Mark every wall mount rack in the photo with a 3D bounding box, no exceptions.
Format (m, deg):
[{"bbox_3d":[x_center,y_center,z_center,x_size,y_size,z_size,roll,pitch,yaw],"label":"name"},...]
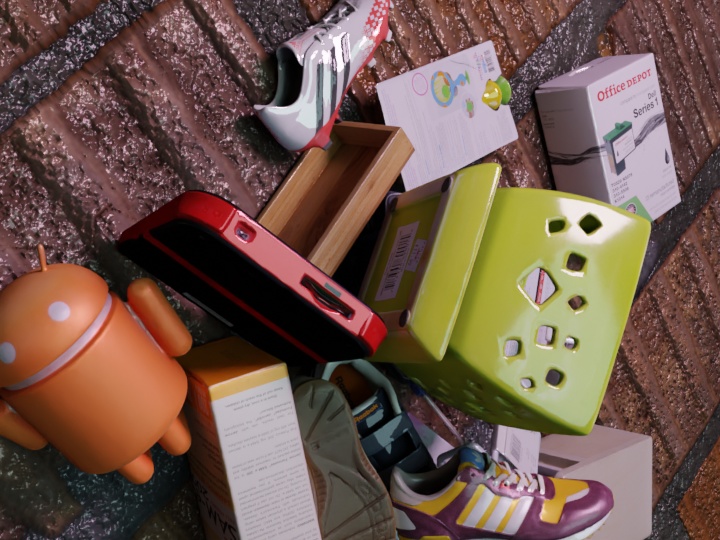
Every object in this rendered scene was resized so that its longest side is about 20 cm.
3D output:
[{"bbox_3d":[0.156,0.209,0.949,0.174,0.074,0.200,49,30,-16],"label":"wall mount rack"}]

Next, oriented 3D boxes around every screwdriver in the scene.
[{"bbox_3d":[0.075,0.147,0.965,0.029,0.028,0.200,-40,100,-31],"label":"screwdriver"}]

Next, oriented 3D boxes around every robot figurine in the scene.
[{"bbox_3d":[-0.216,0.078,0.702,0.200,0.144,0.117,55,35,-27],"label":"robot figurine"}]

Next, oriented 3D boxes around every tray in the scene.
[{"bbox_3d":[-0.041,-0.052,0.839,0.200,0.098,0.037,-58,135,-19],"label":"tray"}]

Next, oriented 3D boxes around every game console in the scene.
[{"bbox_3d":[-0.090,0.014,0.738,0.200,0.177,0.031,38,65,-22],"label":"game console"}]

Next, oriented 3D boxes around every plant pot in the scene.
[{"bbox_3d":[0.107,0.021,0.807,0.181,0.199,0.201,23,78,-19],"label":"plant pot"}]

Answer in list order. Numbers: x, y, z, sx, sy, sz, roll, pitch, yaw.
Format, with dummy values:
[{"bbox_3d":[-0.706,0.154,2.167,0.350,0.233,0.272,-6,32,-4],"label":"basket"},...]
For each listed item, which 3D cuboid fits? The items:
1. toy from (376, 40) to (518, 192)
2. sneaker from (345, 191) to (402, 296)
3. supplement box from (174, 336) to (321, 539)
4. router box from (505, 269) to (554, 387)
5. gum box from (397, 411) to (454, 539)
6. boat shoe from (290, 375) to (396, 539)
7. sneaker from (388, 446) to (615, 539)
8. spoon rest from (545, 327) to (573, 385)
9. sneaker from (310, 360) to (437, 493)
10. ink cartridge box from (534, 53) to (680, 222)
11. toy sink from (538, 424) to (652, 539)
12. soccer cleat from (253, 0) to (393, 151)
[{"bbox_3d":[0.087,-0.166,0.967,0.200,0.047,0.116,-29,108,-37],"label":"toy"},{"bbox_3d":[0.000,0.000,0.898,0.202,0.077,0.147,-11,91,-27],"label":"sneaker"},{"bbox_3d":[-0.102,0.171,0.789,0.073,0.126,0.201,-16,103,-25],"label":"supplement box"},{"bbox_3d":[0.146,0.026,1.028,0.179,0.049,0.201,13,86,-38],"label":"router box"},{"bbox_3d":[0.064,0.242,0.969,0.200,0.066,0.114,41,68,-33],"label":"gum box"},{"bbox_3d":[-0.023,0.189,0.810,0.072,0.065,0.201,-20,97,-16],"label":"boat shoe"},{"bbox_3d":[0.124,0.200,0.803,0.199,0.075,0.090,-12,99,1],"label":"sneaker"},{"bbox_3d":[0.248,0.114,1.065,0.200,0.060,0.100,71,32,-58],"label":"spoon rest"},{"bbox_3d":[0.017,0.164,0.858,0.078,0.079,0.200,-34,79,-15],"label":"sneaker"},{"bbox_3d":[0.310,-0.153,1.121,0.146,0.084,0.201,-30,112,-33],"label":"ink cartridge box"},{"bbox_3d":[0.256,0.275,1.098,0.200,0.112,0.131,-9,99,-43],"label":"toy sink"},{"bbox_3d":[-0.034,-0.208,0.855,0.085,0.069,0.200,33,78,-40],"label":"soccer cleat"}]
